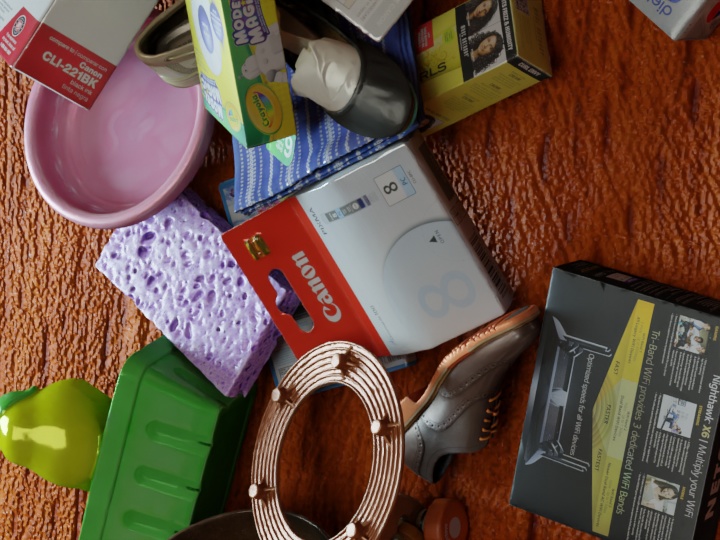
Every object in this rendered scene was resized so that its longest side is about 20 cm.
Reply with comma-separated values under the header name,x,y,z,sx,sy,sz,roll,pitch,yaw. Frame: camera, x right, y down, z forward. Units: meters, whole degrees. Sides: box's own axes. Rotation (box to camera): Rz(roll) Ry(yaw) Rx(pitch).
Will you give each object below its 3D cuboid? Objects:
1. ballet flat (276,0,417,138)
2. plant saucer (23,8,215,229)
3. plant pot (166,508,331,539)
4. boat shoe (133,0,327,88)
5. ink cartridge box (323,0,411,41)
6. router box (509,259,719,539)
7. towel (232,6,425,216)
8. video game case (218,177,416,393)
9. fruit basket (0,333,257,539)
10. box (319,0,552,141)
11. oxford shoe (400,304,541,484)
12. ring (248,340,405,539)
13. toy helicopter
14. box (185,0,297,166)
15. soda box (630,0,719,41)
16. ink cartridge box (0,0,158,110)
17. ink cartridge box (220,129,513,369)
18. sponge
name,x,y,z,sx,sy,sz,roll,pitch,yaw
ballet flat,-0.032,-0.162,1.491,0.200,0.068,0.068,45,117,47
plant saucer,-0.205,-0.132,1.686,0.200,0.051,0.201,-6,77,29
plant pot,-0.086,0.339,1.627,0.187,0.187,0.200,8,130,33
boat shoe,-0.097,-0.225,1.588,0.200,0.065,0.072,-31,68,12
ink cartridge box,-0.003,-0.291,1.514,0.200,0.047,0.160,39,92,21
router box,0.209,0.108,1.469,0.157,0.052,0.200,18,107,30
towel,-0.034,-0.142,1.546,0.200,0.024,0.145,-26,57,33
video game case,-0.038,0.001,1.640,0.143,0.018,0.200,-18,87,35
fruit basket,-0.217,0.150,1.697,0.215,0.155,0.216,4,103,19
box,0.056,-0.154,1.521,0.200,0.050,0.075,-23,60,35
oxford shoe,0.094,0.099,1.536,0.073,0.071,0.200,51,134,11
ring,-0.034,0.154,1.547,0.200,0.019,0.201,-22,62,47
toy helicopter,0.027,0.284,1.569,0.079,0.132,0.200,-1,97,33
box,-0.098,-0.184,1.493,0.117,0.048,0.200,-136,31,-60
soda box,0.195,-0.258,1.416,0.200,0.063,0.068,47,119,19
ink cartridge box,-0.228,-0.256,1.620,0.200,0.084,0.144,-57,31,7
ink cartridge box,0.000,0.000,1.549,0.200,0.047,0.160,-27,102,22
sponge,-0.143,0.008,1.675,0.200,0.030,0.112,42,110,31
